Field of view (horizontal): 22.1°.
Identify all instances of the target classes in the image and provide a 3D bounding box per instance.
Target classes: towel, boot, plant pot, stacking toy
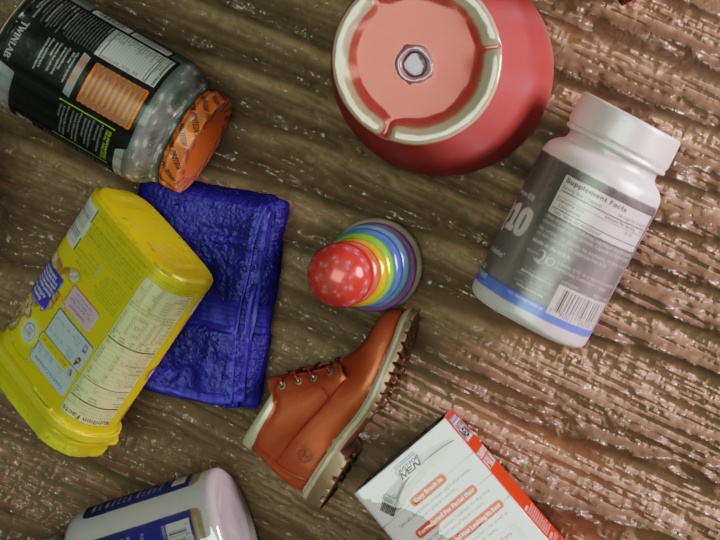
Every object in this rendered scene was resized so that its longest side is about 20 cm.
[{"bbox_3d":[-0.149,0.019,1.684,0.147,0.050,0.201,10,95,8],"label":"towel"},{"bbox_3d":[-0.027,0.104,1.658,0.107,0.075,0.200,34,99,11],"label":"boot"},{"bbox_3d":[0.059,-0.176,1.573,0.200,0.177,0.201,1,94,10],"label":"plant pot"},{"bbox_3d":[0.000,0.000,1.580,0.085,0.200,0.086,1,94,9],"label":"stacking toy"}]

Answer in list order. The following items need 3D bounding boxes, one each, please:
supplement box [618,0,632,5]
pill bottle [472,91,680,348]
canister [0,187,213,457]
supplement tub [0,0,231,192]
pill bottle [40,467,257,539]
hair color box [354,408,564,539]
[{"bbox_3d":[0.225,-0.295,1.525,0.086,0.200,0.111,-29,88,9],"label":"supplement box"},{"bbox_3d":[0.188,-0.045,1.590,0.114,0.114,0.200,28,97,7],"label":"pill bottle"},{"bbox_3d":[-0.234,0.044,1.649,0.149,0.086,0.200,47,112,29],"label":"canister"},{"bbox_3d":[-0.224,-0.160,1.649,0.200,0.123,0.123,31,98,7],"label":"supplement tub"},{"bbox_3d":[-0.202,0.263,1.671,0.200,0.120,0.120,-18,90,11],"label":"pill bottle"},{"bbox_3d":[0.103,0.236,1.647,0.111,0.064,0.200,-41,87,11],"label":"hair color box"}]
